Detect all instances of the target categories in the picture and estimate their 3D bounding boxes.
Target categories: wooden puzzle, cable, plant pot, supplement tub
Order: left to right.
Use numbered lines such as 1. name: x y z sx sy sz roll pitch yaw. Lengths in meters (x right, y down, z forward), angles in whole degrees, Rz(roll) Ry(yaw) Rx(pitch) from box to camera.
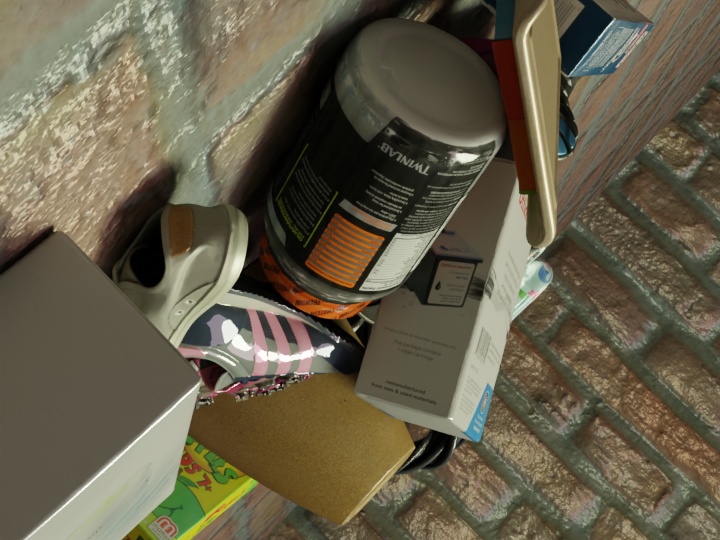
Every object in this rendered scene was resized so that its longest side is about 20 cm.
1. plant pot: -0.052 0.115 1.146 0.186 0.200 0.187 -45 170 -10
2. supplement tub: 0.008 -0.064 0.919 0.122 0.122 0.201 -36 166 -46
3. cable: 0.048 0.114 1.284 0.202 0.162 0.051 -59 -150 14
4. wooden puzzle: 0.113 -0.147 0.881 0.202 0.037 0.187 79 15 -46

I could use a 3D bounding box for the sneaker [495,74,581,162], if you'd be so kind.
1. sneaker: 0.159 -0.169 1.221 0.082 0.073 0.202 -31 -150 44

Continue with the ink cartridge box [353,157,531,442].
1. ink cartridge box: 0.074 0.022 1.050 0.146 0.085 0.203 46 58 -71

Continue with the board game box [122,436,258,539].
1. board game box: -0.166 0.189 1.239 0.199 0.101 0.048 -34 164 -53

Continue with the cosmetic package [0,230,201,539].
1. cosmetic package: -0.204 0.118 0.738 0.199 0.123 0.201 -42 168 -26

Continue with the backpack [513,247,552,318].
1. backpack: 0.088 -0.007 1.367 0.199 0.151 0.178 -39 -155 2

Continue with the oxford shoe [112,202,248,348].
1. oxford shoe: -0.136 0.018 0.839 0.057 0.076 0.200 11 144 -28

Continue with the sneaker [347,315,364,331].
1. sneaker: -0.049 0.074 1.292 0.201 0.073 0.080 -54 161 -17

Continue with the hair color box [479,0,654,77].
1. hair color box: 0.175 -0.215 1.100 0.061 0.100 0.200 -50 169 21

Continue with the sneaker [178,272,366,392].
1. sneaker: -0.077 0.054 0.970 0.199 0.070 0.083 25 97 -42

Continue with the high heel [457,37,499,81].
1. high heel: 0.094 -0.168 1.072 0.200 0.095 0.068 -46 158 -77

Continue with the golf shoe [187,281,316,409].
1. golf shoe: -0.127 0.061 1.006 0.198 0.093 0.072 -11 170 -41

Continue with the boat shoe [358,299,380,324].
1. boat shoe: 0.001 -0.001 1.110 0.071 0.067 0.202 -17 144 4
